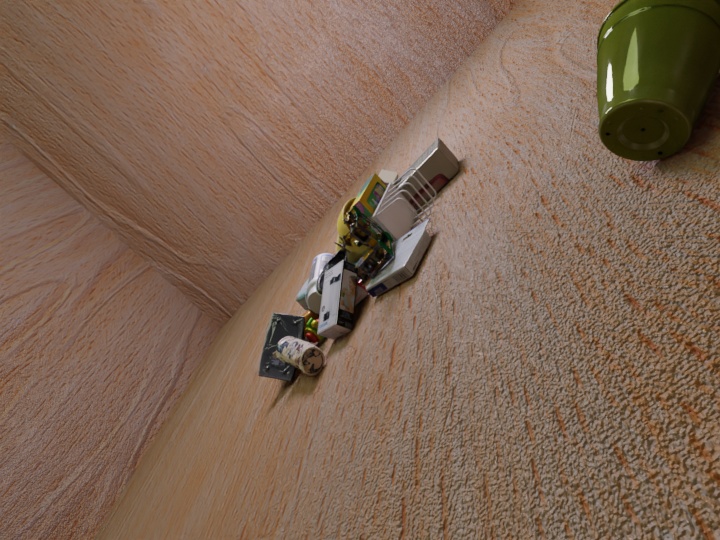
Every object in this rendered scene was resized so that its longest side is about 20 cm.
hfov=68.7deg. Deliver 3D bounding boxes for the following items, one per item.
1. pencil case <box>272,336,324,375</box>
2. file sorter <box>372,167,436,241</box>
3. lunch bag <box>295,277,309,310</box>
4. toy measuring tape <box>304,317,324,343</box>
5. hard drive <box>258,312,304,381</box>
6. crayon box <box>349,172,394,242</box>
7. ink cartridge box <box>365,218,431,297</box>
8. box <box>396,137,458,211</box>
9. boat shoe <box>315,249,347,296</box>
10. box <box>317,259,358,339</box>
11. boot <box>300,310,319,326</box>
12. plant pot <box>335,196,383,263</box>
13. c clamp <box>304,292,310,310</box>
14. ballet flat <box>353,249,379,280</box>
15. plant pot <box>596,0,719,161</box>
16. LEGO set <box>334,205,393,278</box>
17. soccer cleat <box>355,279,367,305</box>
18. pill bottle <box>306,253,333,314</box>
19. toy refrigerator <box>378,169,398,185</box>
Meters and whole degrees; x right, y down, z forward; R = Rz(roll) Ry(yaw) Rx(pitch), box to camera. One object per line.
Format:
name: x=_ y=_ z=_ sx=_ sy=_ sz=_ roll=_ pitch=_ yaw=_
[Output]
pencil case: x=-0.180 y=0.249 z=1.538 sx=0.089 sy=0.079 sz=0.198 roll=-41 pitch=23 yaw=-23
file sorter: x=0.148 y=-0.204 z=1.655 sx=0.123 sy=0.139 sz=0.203 roll=-33 pitch=20 yaw=38
lunch bag: x=-0.167 y=0.053 z=2.111 sx=0.159 sy=0.077 sz=0.203 roll=-29 pitch=24 yaw=56
toy measuring tape: x=-0.144 y=0.210 z=1.697 sx=0.074 sy=0.072 sz=0.202 roll=-54 pitch=-8 yaw=-27
hard drive: x=-0.245 y=0.244 z=1.676 sx=0.130 sy=0.042 sz=0.208 roll=4 pitch=71 yaw=20
crayon box: x=0.074 y=-0.190 z=1.718 sx=0.058 sy=0.200 sz=0.175 roll=-34 pitch=19 yaw=41
ink cartridge box: x=0.117 y=-0.034 z=1.499 sx=0.198 sy=0.040 sz=0.203 roll=-33 pitch=21 yaw=52
box: x=0.227 y=-0.324 z=1.779 sx=0.199 sy=0.109 sz=0.129 roll=-42 pitch=14 yaw=26
boat shoe: x=-0.087 y=0.001 z=1.701 sx=0.200 sy=0.073 sz=0.067 roll=-53 pitch=-12 yaw=-46
box: x=-0.067 y=0.087 z=1.566 sx=0.116 sy=0.059 sz=0.207 roll=-30 pitch=47 yaw=51
boot: x=-0.212 y=0.226 z=1.768 sx=0.201 sy=0.071 sz=0.144 roll=-46 pitch=7 yaw=4
plant pot: x=0.000 y=-0.115 z=1.819 sx=0.203 sy=0.197 sz=0.190 roll=-58 pitch=1 yaw=-38
c clamp: x=-0.119 y=0.080 z=1.874 sx=0.164 sy=0.028 sz=0.201 roll=-16 pitch=25 yaw=-2
ballet flat: x=0.000 y=0.000 z=1.738 sx=0.071 sy=0.065 sz=0.199 roll=-54 pitch=11 yaw=-32
plant pot: x=0.454 y=-0.288 z=0.822 sx=0.199 sy=0.197 sz=0.198 roll=-22 pitch=41 yaw=62
LEGO set: x=0.003 y=-0.075 z=1.535 sx=0.116 sy=0.197 sz=0.156 roll=-43 pitch=34 yaw=22
soccer cleat: x=-0.037 y=0.076 z=1.655 sx=0.086 sy=0.068 sz=0.199 roll=-53 pitch=17 yaw=-16
pill bottle: x=-0.123 y=0.045 z=1.785 sx=0.113 sy=0.113 sz=0.203 roll=-40 pitch=25 yaw=28
toy refrigerator: x=0.094 y=-0.240 z=1.851 sx=0.077 sy=0.067 sz=0.205 roll=-61 pitch=-21 yaw=-47
